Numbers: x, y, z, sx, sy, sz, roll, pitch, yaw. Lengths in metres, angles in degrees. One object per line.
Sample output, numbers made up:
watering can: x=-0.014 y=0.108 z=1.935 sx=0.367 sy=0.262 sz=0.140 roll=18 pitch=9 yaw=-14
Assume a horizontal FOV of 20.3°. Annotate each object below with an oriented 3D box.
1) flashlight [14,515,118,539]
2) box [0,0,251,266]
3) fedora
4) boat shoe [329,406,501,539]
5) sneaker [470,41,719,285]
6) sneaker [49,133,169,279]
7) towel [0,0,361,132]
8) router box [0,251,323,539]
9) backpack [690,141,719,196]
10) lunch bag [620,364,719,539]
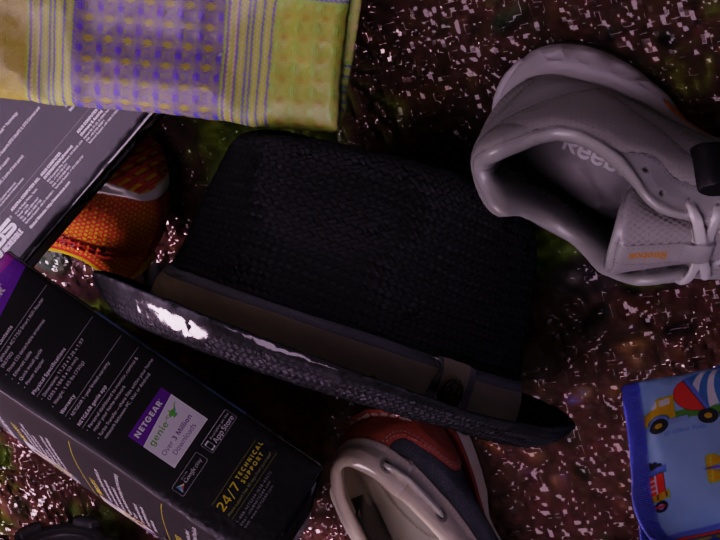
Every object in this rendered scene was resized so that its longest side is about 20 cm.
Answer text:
flashlight: x=-0.134 y=0.221 z=1.014 sx=0.067 sy=0.068 sz=0.201 roll=4 pitch=122 yaw=24
box: x=-0.139 y=-0.115 z=0.800 sx=0.160 sy=0.044 sz=0.200 roll=42 pitch=103 yaw=-1
fedora: x=0.000 y=0.000 z=0.786 sx=0.199 sy=0.200 sz=0.092 roll=18 pitch=89 yaw=15
boat shoe: x=0.043 y=0.147 z=0.888 sx=0.071 sy=0.063 sz=0.201 roll=-15 pitch=110 yaw=28
sneaker: x=0.131 y=-0.016 z=0.741 sx=0.199 sy=0.092 sz=0.076 roll=18 pitch=122 yaw=15
sneaker: x=-0.180 y=-0.045 z=0.883 sx=0.199 sy=0.073 sz=0.078 roll=23 pitch=125 yaw=14
towel: x=-0.095 y=-0.130 z=0.757 sx=0.198 sy=0.023 sz=0.145 roll=9 pitch=101 yaw=6
router box: x=-0.091 y=0.073 z=0.846 sx=0.149 sy=0.051 sz=0.200 roll=34 pitch=167 yaw=4
backpack: x=0.235 y=-0.044 z=0.632 sx=0.199 sy=0.154 sz=0.191 roll=35 pitch=92 yaw=1
lunch bag: x=0.180 y=0.102 z=0.727 sx=0.149 sy=0.201 sz=0.094 roll=-14 pitch=139 yaw=12
